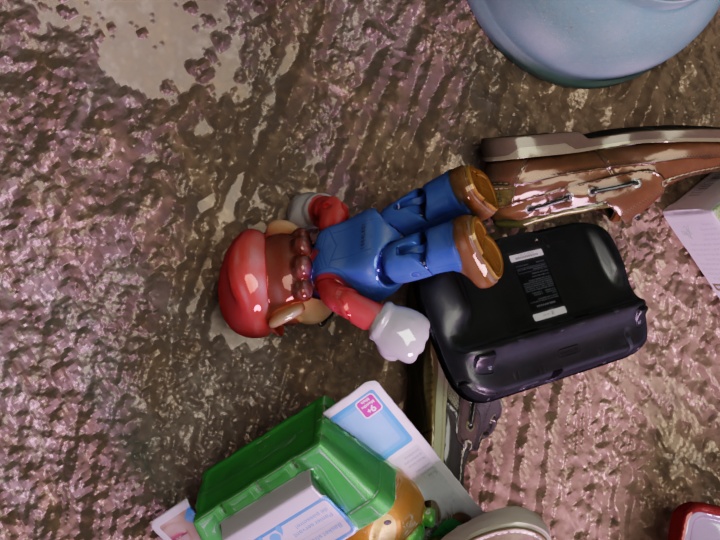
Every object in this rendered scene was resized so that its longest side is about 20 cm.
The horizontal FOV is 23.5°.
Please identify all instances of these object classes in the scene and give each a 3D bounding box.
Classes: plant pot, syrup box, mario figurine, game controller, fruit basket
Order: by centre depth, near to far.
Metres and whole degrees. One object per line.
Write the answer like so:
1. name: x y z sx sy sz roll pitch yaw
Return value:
1. fruit basket: -0.007 0.191 1.129 0.185 0.094 0.200 -32 105 17
2. mario figurine: 0.000 0.000 1.137 0.199 0.123 0.106 -16 107 23
3. game controller: 0.120 0.025 1.193 0.200 0.042 0.105 -13 69 -42
4. plant pot: 0.182 -0.234 1.204 0.200 0.134 0.201 0 89 -18
5. syrup box: 0.318 0.015 1.274 0.079 0.081 0.200 -38 101 -14

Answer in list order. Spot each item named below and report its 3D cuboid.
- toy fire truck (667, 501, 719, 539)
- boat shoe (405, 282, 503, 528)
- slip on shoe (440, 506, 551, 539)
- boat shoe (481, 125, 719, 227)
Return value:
1. toy fire truck: 0.281 0.278 1.243 0.167 0.112 0.201 15 84 -12
2. boat shoe: 0.067 0.091 1.192 0.066 0.072 0.202 2 84 -14
3. slip on shoe: 0.046 0.230 1.091 0.200 0.061 0.076 -40 124 13
4. boat shoe: 0.182 -0.067 1.240 0.199 0.072 0.068 -5 94 -9
